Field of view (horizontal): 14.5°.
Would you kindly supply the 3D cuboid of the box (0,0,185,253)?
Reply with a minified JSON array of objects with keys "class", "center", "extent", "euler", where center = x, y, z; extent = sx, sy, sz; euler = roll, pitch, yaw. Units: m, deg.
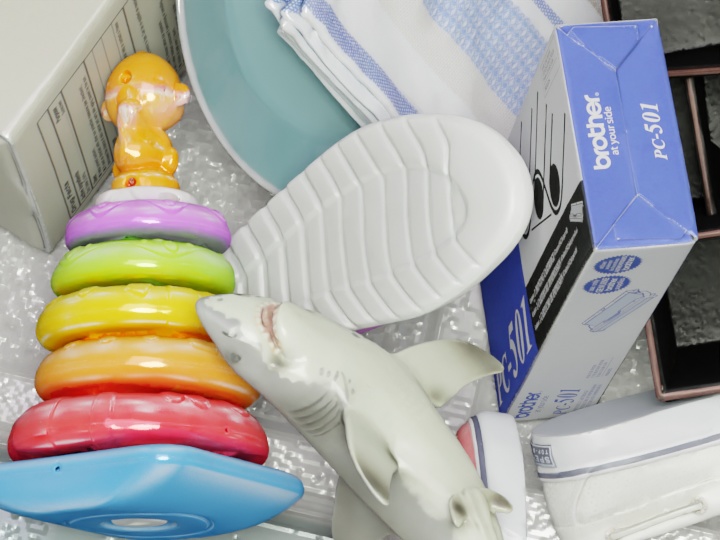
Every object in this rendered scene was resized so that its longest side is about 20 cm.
[{"class":"box","center":[-0.129,-0.132,1.235],"extent":[0.109,0.128,0.200],"euler":[31,72,13]}]

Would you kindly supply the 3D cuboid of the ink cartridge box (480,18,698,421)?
[{"class":"ink cartridge box","center":[0.086,-0.015,1.148],"extent":[0.044,0.200,0.095],"euler":[-4,68,-9]}]

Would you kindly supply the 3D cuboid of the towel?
[{"class":"towel","center":[0.056,-0.137,1.241],"extent":[0.024,0.147,0.200],"euler":[9,58,52]}]

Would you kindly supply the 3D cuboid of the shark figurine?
[{"class":"shark figurine","center":[0.015,0.108,1.116],"extent":[0.128,0.090,0.215],"euler":[-3,56,-42]}]

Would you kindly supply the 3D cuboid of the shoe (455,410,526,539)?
[{"class":"shoe","center":[0.019,0.153,1.157],"extent":[0.090,0.072,0.201],"euler":[4,73,-1]}]

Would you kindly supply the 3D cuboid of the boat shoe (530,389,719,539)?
[{"class":"boat shoe","center":[0.173,0.078,1.193],"extent":[0.199,0.071,0.070],"euler":[-14,98,-9]}]

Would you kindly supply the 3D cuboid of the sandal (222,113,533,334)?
[{"class":"sandal","center":[-0.002,-0.007,1.183],"extent":[0.202,0.050,0.083],"euler":[-27,74,36]}]

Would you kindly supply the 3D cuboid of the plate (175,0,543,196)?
[{"class":"plate","center":[-0.002,-0.123,1.229],"extent":[0.199,0.026,0.202],"euler":[-6,99,-36]}]

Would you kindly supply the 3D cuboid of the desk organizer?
[{"class":"desk organizer","center":[0.141,-0.053,1.174],"extent":[0.071,0.077,0.201],"euler":[-9,100,11]}]

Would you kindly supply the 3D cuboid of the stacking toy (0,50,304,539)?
[{"class":"stacking toy","center":[-0.091,0.007,1.172],"extent":[0.116,0.110,0.201],"euler":[-10,73,31]}]
